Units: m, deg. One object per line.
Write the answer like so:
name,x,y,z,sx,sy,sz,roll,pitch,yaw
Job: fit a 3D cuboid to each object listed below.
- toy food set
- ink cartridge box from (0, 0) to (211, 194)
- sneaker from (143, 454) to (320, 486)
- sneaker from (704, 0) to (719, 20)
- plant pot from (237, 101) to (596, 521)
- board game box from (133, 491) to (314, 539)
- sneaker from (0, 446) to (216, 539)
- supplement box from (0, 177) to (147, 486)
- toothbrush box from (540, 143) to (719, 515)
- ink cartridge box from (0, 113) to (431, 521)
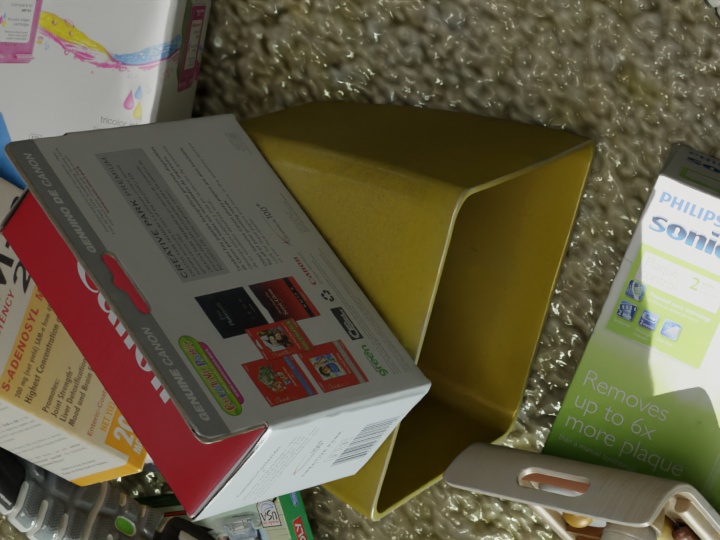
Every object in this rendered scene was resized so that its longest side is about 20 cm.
toy food set,0.154,0.173,1.338,0.143,0.061,0.200,8,152,39
ink cartridge box,-0.172,-0.143,1.365,0.144,0.085,0.201,11,92,10
sneaker,-0.080,0.082,1.444,0.199,0.072,0.083,5,106,3
sneaker,0.256,-0.149,1.280,0.090,0.078,0.200,-38,94,18
plant pot,0.000,0.000,1.338,0.176,0.200,0.200,23,111,22
board game box,-0.112,0.212,1.488,0.200,0.029,0.135,-10,102,30
sneaker,-0.191,0.173,1.431,0.200,0.075,0.115,37,134,-16
supplement box,-0.207,0.028,1.338,0.200,0.126,0.073,30,151,-29
toothbrush box,0.210,0.048,1.345,0.145,0.086,0.200,24,109,6
ink cartridge box,-0.092,0.022,1.190,0.200,0.175,0.084,54,126,21
